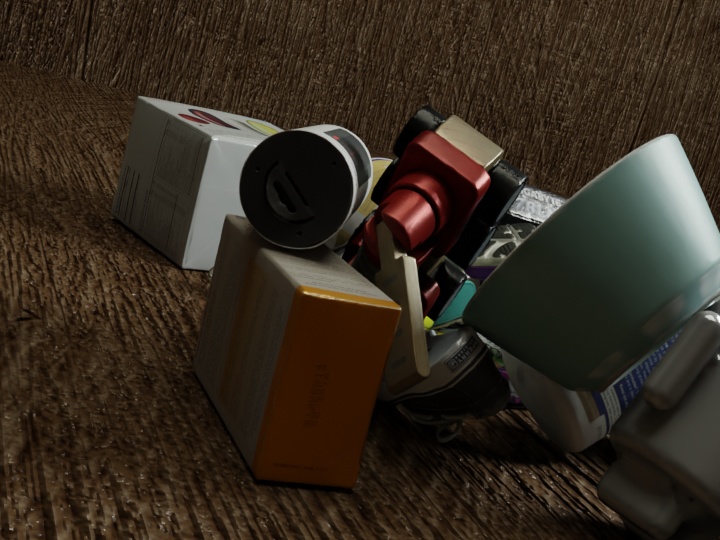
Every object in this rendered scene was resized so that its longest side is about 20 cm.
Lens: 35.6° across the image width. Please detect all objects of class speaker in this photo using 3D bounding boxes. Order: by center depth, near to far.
[{"bbox_3d":[-0.036,-0.067,0.838,0.080,0.082,0.200,16,9,2],"label":"speaker"}]

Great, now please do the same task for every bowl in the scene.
[{"bbox_3d":[0.180,0.010,0.793,0.105,0.201,0.200,50,22,14],"label":"bowl"}]

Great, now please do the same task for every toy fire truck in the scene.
[{"bbox_3d":[0.028,0.007,0.811,0.128,0.177,0.200,37,45,9],"label":"toy fire truck"}]

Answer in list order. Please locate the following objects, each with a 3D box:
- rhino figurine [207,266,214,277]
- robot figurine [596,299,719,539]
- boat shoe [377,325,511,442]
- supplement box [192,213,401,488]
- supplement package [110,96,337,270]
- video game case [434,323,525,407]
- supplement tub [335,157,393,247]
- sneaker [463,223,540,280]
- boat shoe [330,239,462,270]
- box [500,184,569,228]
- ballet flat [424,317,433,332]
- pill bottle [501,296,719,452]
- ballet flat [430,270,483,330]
[{"bbox_3d":[-0.066,0.005,1.141,0.198,0.060,0.087,3,27,-36],"label":"rhino figurine"},{"bbox_3d":[0.248,0.098,0.758,0.113,0.200,0.170,32,-12,50],"label":"robot figurine"},{"bbox_3d":[0.064,0.088,0.861,0.068,0.074,0.199,49,-20,-3],"label":"boat shoe"},{"bbox_3d":[-0.051,0.049,0.779,0.073,0.127,0.200,9,13,-23],"label":"supplement box"},{"bbox_3d":[-0.150,-0.093,1.284,0.190,0.149,0.200,6,15,-38],"label":"supplement package"},{"bbox_3d":[0.084,0.075,1.066,0.180,0.036,0.200,7,14,-33],"label":"video game case"},{"bbox_3d":[0.049,-0.044,1.312,0.144,0.147,0.200,9,13,-27],"label":"supplement tub"},{"bbox_3d":[0.184,0.012,1.001,0.198,0.084,0.081,9,21,-6],"label":"sneaker"},{"bbox_3d":[0.000,0.000,1.007,0.070,0.199,0.067,55,20,-30],"label":"boat shoe"},{"bbox_3d":[0.170,-0.002,1.174,0.198,0.198,0.050,14,55,-27],"label":"box"},{"bbox_3d":[-0.035,0.027,0.948,0.198,0.068,0.067,-1,4,-7],"label":"ballet flat"},{"bbox_3d":[0.225,0.053,0.923,0.199,0.112,0.111,-30,25,-11],"label":"pill bottle"},{"bbox_3d":[0.095,0.021,1.088,0.062,0.068,0.199,11,6,41],"label":"ballet flat"}]
